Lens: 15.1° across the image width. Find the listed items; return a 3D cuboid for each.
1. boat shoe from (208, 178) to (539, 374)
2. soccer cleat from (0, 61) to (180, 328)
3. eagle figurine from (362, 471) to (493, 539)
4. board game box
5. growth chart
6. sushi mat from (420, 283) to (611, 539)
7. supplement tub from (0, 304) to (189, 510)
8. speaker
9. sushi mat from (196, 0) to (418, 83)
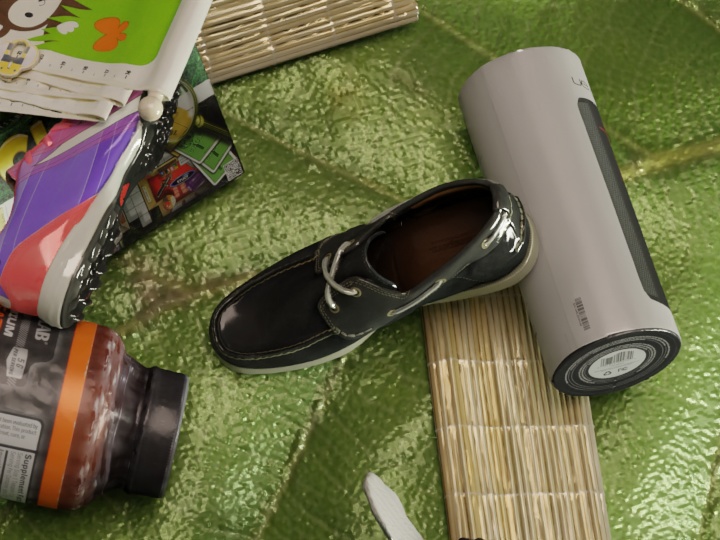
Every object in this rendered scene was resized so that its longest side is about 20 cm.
[{"bbox_3d":[0.000,0.000,1.557,0.200,0.068,0.072,-21,69,11],"label":"boat shoe"},{"bbox_3d":[-0.154,-0.063,1.504,0.073,0.068,0.200,20,61,6],"label":"soccer cleat"},{"bbox_3d":[0.070,0.207,1.480,0.199,0.151,0.152,5,55,3],"label":"eagle figurine"},{"bbox_3d":[-0.166,-0.052,1.567,0.200,0.023,0.105,-34,119,-22],"label":"board game box"},{"bbox_3d":[-0.179,-0.140,1.518,0.199,0.018,0.145,3,58,11],"label":"growth chart"},{"bbox_3d":[0.091,0.093,1.592,0.095,0.012,0.200,-2,66,-12],"label":"sushi mat"},{"bbox_3d":[-0.198,0.071,1.497,0.199,0.107,0.107,12,65,-6],"label":"supplement tub"},{"bbox_3d":[0.120,-0.031,1.605,0.081,0.081,0.200,-9,62,-14],"label":"speaker"},{"bbox_3d":[-0.064,-0.171,1.650,0.200,0.012,0.096,-19,102,-18],"label":"sushi mat"}]
